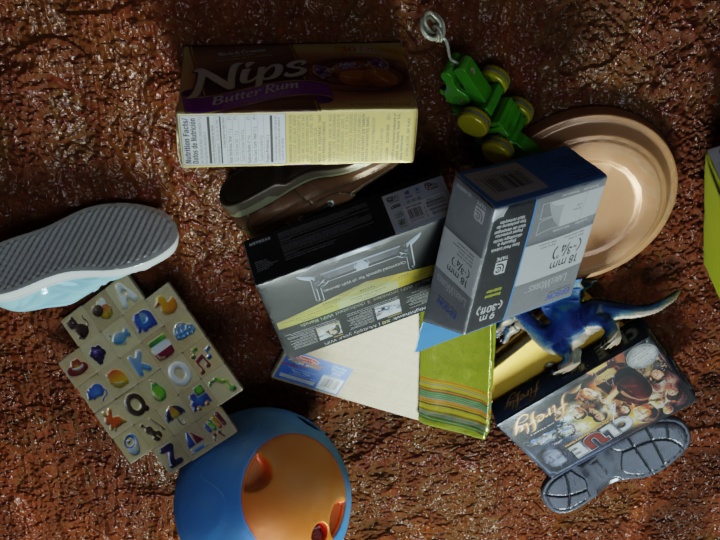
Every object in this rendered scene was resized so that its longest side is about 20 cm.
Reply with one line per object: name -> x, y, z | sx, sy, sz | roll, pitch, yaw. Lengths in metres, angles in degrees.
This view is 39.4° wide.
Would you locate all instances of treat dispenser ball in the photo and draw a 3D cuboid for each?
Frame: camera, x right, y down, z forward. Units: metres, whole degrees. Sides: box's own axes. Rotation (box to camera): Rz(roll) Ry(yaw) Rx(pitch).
treat dispenser ball -> -0.108, 0.256, 1.119 | 0.196, 0.203, 0.204 | -3, 130, -4

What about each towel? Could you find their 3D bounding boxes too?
towel -> 0.104, 0.106, 1.105 | 0.084, 0.018, 0.203 | 9, 131, 14

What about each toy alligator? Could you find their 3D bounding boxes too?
toy alligator -> 0.099, -0.157, 0.911 | 0.054, 0.060, 0.200 | 1, 146, 50

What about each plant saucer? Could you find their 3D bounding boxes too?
plant saucer -> 0.221, -0.068, 1.007 | 0.196, 0.033, 0.203 | -4, 129, -4

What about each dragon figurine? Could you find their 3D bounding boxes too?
dragon figurine -> 0.223, 0.041, 1.045 | 0.199, 0.101, 0.059 | -34, 162, 25

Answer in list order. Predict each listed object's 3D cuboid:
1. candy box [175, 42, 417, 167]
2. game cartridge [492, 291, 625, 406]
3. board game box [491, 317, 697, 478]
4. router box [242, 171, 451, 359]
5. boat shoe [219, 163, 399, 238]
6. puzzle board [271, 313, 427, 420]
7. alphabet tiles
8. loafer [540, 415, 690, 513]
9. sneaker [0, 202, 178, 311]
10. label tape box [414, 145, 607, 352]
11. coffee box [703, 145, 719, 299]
candy box -> -0.055, -0.143, 0.860 | 0.195, 0.118, 0.057 | -1, 130, -5
game cartridge -> 0.246, 0.122, 1.167 | 0.199, 0.033, 0.176 | 34, 118, -31
board game box -> 0.267, 0.150, 1.149 | 0.198, 0.035, 0.135 | -34, 127, 19
router box -> 0.000, 0.000, 0.974 | 0.196, 0.053, 0.158 | -19, 149, -3
boat shoe -> -0.033, -0.088, 0.944 | 0.197, 0.073, 0.068 | -18, 134, 20
puzzle board -> 0.017, 0.090, 1.122 | 0.197, 0.018, 0.152 | 18, 125, -19
alphabet tiles -> -0.221, 0.110, 1.053 | 0.165, 0.006, 0.202 | -33, 95, 20
loafer -> 0.311, 0.230, 1.250 | 0.198, 0.063, 0.073 | -31, 96, 12
sneaker -> -0.271, -0.010, 0.987 | 0.196, 0.075, 0.082 | -12, 160, -3
label tape box -> 0.138, -0.003, 0.939 | 0.142, 0.063, 0.203 | -17, 132, -32
coffee box -> 0.448, -0.008, 0.946 | 0.194, 0.203, 0.201 | -17, 144, 8
